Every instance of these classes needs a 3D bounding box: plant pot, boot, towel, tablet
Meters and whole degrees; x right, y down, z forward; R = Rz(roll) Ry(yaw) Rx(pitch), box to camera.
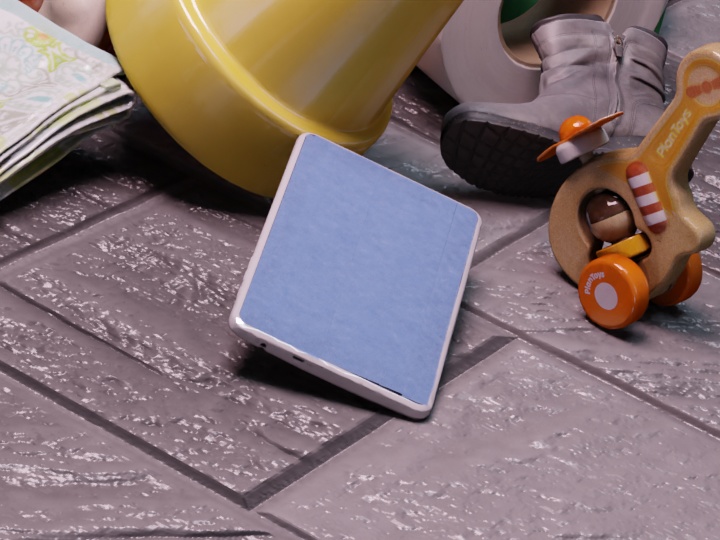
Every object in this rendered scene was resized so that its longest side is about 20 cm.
[{"bbox_3d":[-0.030,-0.178,1.737,0.201,0.189,0.201,33,36,-28],"label":"plant pot"},{"bbox_3d":[0.132,-0.119,1.863,0.200,0.070,0.132,10,54,-30],"label":"boot"},{"bbox_3d":[-0.265,-0.116,1.707,0.200,0.048,0.171,28,45,27],"label":"towel"},{"bbox_3d":[0.000,0.000,1.624,0.130,0.014,0.200,25,38,-6],"label":"tablet"}]

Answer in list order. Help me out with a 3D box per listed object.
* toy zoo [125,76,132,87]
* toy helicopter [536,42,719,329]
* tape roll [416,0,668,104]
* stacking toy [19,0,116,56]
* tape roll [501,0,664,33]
[{"bbox_3d":[-0.062,-0.147,1.925,0.131,0.021,0.200,23,29,19],"label":"toy zoo"},{"bbox_3d":[0.179,-0.069,1.695,0.079,0.200,0.132,-20,59,-46],"label":"toy helicopter"},{"bbox_3d":[0.124,-0.206,1.926,0.202,0.203,0.071,-6,33,-33],"label":"tape roll"},{"bbox_3d":[-0.186,-0.192,1.869,0.146,0.146,0.200,28,15,26],"label":"stacking toy"},{"bbox_3d":[0.147,-0.234,2.153,0.200,0.048,0.201,11,28,-6],"label":"tape roll"}]
